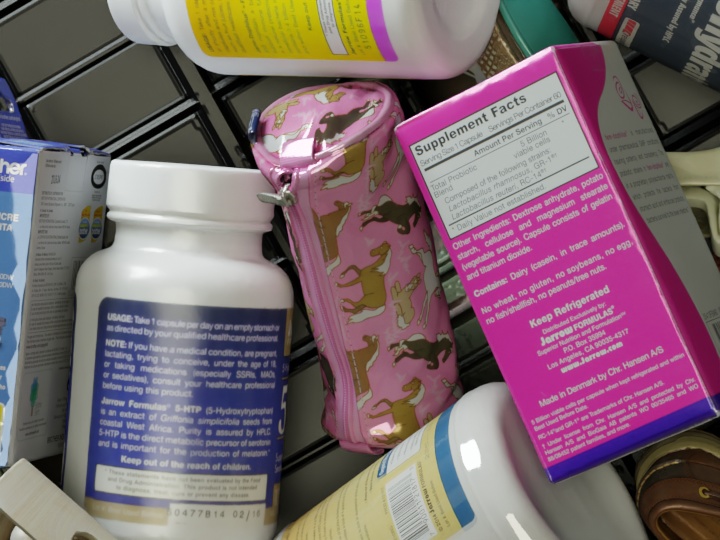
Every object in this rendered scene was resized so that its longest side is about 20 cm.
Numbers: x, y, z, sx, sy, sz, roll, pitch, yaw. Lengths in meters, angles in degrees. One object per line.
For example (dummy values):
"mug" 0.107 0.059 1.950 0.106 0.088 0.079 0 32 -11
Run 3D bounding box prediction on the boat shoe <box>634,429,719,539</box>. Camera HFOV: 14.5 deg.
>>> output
"boat shoe" 0.227 0.163 1.480 0.200 0.068 0.072 33 116 -5

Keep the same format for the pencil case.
"pencil case" 0.000 0.000 1.485 0.086 0.083 0.201 -20 122 -8

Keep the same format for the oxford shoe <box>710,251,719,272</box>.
"oxford shoe" 0.207 0.062 1.511 0.071 0.074 0.200 -33 62 -26

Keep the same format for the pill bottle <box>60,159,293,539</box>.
"pill bottle" -0.097 0.044 1.514 0.119 0.120 0.201 5 93 4

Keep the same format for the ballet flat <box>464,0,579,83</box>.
"ballet flat" 0.059 -0.151 1.532 0.065 0.070 0.200 -31 86 31

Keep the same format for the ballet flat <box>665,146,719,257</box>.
"ballet flat" 0.175 -0.032 1.513 0.199 0.069 0.070 -1 92 8

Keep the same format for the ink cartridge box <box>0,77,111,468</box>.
"ink cartridge box" -0.190 -0.002 1.510 0.076 0.136 0.201 8 92 10

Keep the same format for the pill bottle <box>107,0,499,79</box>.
"pill bottle" -0.034 -0.154 1.485 0.199 0.104 0.105 4 92 31

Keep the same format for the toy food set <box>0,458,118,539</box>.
"toy food set" -0.153 0.189 1.496 0.143 0.200 0.060 40 64 3

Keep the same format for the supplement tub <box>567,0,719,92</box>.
"supplement tub" 0.221 -0.154 1.473 0.199 0.140 0.141 26 94 3

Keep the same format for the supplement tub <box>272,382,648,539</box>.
"supplement tub" 0.037 0.167 1.478 0.200 0.145 0.145 -37 89 23

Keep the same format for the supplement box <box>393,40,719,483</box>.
"supplement box" 0.114 -0.007 1.438 0.103 0.101 0.201 -25 85 24
